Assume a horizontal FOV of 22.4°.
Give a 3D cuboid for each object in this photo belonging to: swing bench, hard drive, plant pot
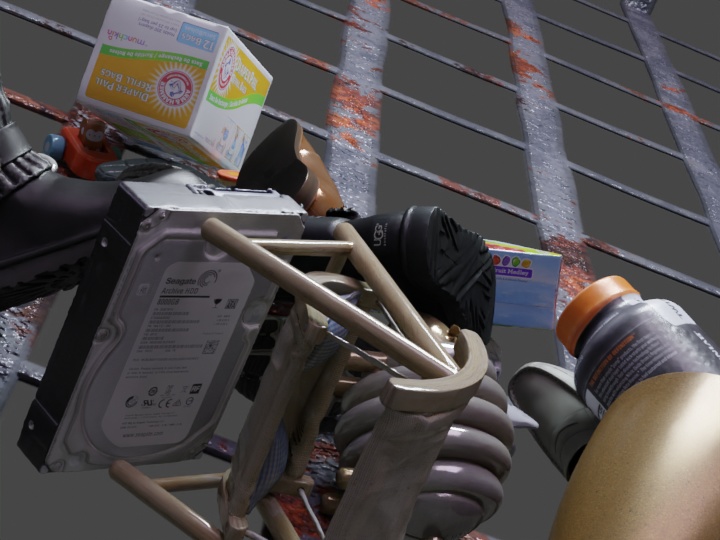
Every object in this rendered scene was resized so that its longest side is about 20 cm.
[{"bbox_3d":[-0.028,0.102,1.124,0.130,0.199,0.200,0,32,-46],"label":"swing bench"},{"bbox_3d":[-0.126,0.039,1.168,0.140,0.200,0.038,1,31,-47],"label":"hard drive"},{"bbox_3d":[0.199,0.192,1.213,0.186,0.186,0.200,31,35,18],"label":"plant pot"}]

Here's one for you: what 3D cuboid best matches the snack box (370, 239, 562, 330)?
[{"bbox_3d":[0.055,0.002,1.501,0.169,0.068,0.200,6,2,-13],"label":"snack box"}]

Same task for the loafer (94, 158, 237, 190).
[{"bbox_3d":[-0.134,-0.044,1.526,0.200,0.072,0.073,13,18,-27],"label":"loafer"}]

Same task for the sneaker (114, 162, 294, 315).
[{"bbox_3d":[-0.111,-0.011,1.430,0.200,0.077,0.089,32,-13,6],"label":"sneaker"}]

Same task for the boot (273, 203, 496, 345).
[{"bbox_3d":[0.000,0.000,1.341,0.168,0.076,0.200,2,-16,22],"label":"boot"}]

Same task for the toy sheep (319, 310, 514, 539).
[{"bbox_3d":[0.041,0.120,1.255,0.138,0.138,0.200,13,63,-27],"label":"toy sheep"}]

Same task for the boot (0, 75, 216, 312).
[{"bbox_3d":[-0.209,-0.068,1.175,0.211,0.079,0.158,-19,80,-15],"label":"boot"}]

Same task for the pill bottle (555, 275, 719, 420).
[{"bbox_3d":[0.234,0.094,1.377,0.106,0.106,0.200,-1,43,-47],"label":"pill bottle"}]

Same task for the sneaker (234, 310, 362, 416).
[{"bbox_3d":[-0.089,0.049,1.362,0.200,0.077,0.085,20,13,-15],"label":"sneaker"}]

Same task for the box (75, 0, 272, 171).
[{"bbox_3d":[-0.162,-0.163,1.624,0.112,0.101,0.200,18,-4,11],"label":"box"}]

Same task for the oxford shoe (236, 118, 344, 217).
[{"bbox_3d":[-0.053,-0.066,1.490,0.071,0.071,0.200,42,11,-24],"label":"oxford shoe"}]

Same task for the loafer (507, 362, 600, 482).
[{"bbox_3d":[0.184,0.139,1.436,0.070,0.070,0.200,11,24,-51],"label":"loafer"}]

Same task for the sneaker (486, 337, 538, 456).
[{"bbox_3d":[0.085,0.106,1.414,0.115,0.075,0.200,44,18,17],"label":"sneaker"}]

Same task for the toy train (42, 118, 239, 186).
[{"bbox_3d":[-0.173,-0.089,1.616,0.200,0.056,0.150,11,25,-28],"label":"toy train"}]

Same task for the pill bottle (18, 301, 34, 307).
[{"bbox_3d":[-0.317,-0.025,1.240,0.200,0.112,0.112,10,25,-34],"label":"pill bottle"}]

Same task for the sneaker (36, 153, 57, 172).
[{"bbox_3d":[-0.308,-0.060,1.367,0.075,0.087,0.200,37,26,26],"label":"sneaker"}]
